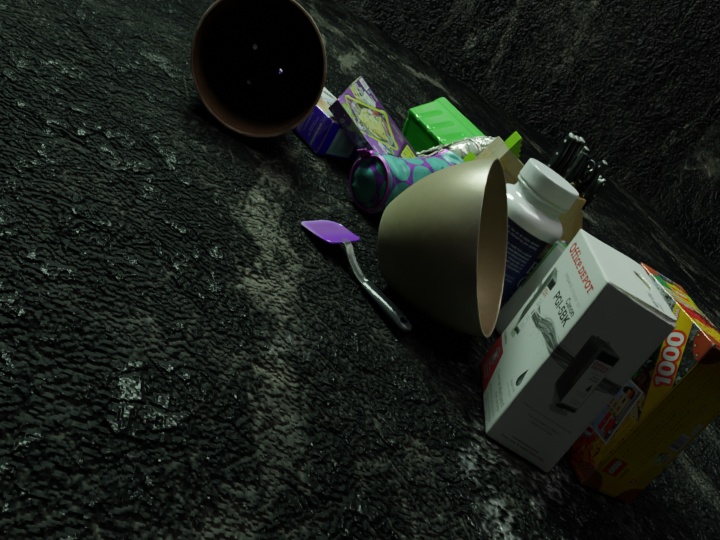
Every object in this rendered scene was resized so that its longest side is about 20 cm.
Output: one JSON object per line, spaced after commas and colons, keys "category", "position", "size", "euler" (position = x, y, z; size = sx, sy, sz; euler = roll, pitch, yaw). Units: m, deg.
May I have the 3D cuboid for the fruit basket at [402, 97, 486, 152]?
{"category": "fruit basket", "position": [0.197, -0.236, 1.379], "size": [0.210, 0.158, 0.218], "euler": [13, 36, -9]}

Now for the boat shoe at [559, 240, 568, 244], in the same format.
{"category": "boat shoe", "position": [0.242, -0.027, 1.037], "size": [0.072, 0.066, 0.198], "euler": [24, -3, -34]}

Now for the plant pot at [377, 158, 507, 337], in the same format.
{"category": "plant pot", "position": [0.095, -0.029, 0.812], "size": [0.131, 0.207, 0.200], "euler": [3, 14, 21]}

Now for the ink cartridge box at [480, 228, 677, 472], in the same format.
{"category": "ink cartridge box", "position": [0.213, 0.078, 0.710], "size": [0.082, 0.202, 0.147], "euler": [30, 23, -6]}

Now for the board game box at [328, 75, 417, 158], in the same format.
{"category": "board game box", "position": [0.034, -0.212, 1.119], "size": [0.201, 0.032, 0.121], "euler": [52, 31, -14]}

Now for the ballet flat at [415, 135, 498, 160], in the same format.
{"category": "ballet flat", "position": [0.151, -0.190, 1.192], "size": [0.071, 0.196, 0.074], "euler": [18, 67, -53]}

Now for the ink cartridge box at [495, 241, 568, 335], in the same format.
{"category": "ink cartridge box", "position": [0.297, 0.056, 0.937], "size": [0.197, 0.147, 0.088], "euler": [9, 34, -46]}

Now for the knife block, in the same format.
{"category": "knife block", "position": [0.294, -0.109, 1.075], "size": [0.064, 0.197, 0.178], "euler": [54, -11, 45]}

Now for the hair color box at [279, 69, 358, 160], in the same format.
{"category": "hair color box", "position": [-0.084, -0.274, 1.150], "size": [0.200, 0.066, 0.108], "euler": [46, 26, 27]}

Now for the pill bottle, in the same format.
{"category": "pill bottle", "position": [0.206, -0.045, 0.934], "size": [0.109, 0.202, 0.112], "euler": [27, 24, -13]}

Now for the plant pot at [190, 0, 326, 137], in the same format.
{"category": "plant pot", "position": [-0.146, -0.301, 1.005], "size": [0.184, 0.190, 0.200], "euler": [28, 10, -13]}

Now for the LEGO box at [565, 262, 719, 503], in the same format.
{"category": "LEGO box", "position": [0.300, 0.122, 0.746], "size": [0.076, 0.202, 0.150], "euler": [24, 24, -21]}

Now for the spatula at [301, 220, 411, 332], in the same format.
{"category": "spatula", "position": [0.000, 0.000, 0.794], "size": [0.056, 0.021, 0.201], "euler": [-7, 49, -40]}

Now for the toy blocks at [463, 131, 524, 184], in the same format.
{"category": "toy blocks", "position": [0.222, -0.119, 1.144], "size": [0.136, 0.199, 0.101], "euler": [37, 19, -32]}

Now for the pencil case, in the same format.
{"category": "pencil case", "position": [0.076, -0.138, 1.035], "size": [0.084, 0.095, 0.197], "euler": [0, 8, 45]}
